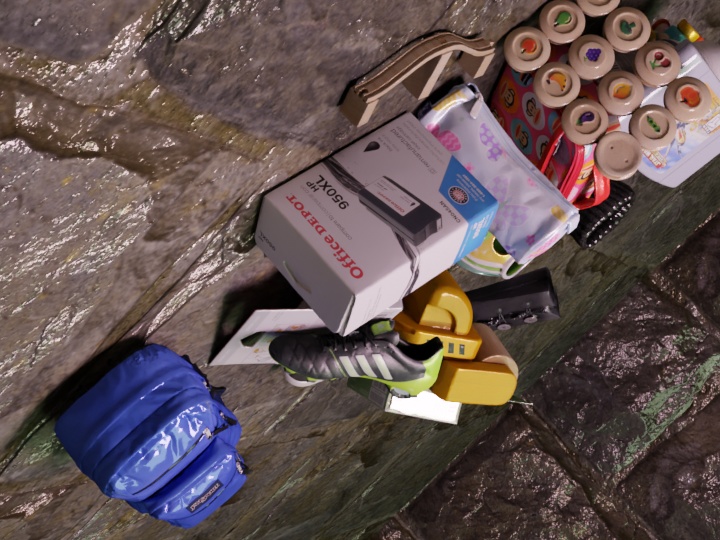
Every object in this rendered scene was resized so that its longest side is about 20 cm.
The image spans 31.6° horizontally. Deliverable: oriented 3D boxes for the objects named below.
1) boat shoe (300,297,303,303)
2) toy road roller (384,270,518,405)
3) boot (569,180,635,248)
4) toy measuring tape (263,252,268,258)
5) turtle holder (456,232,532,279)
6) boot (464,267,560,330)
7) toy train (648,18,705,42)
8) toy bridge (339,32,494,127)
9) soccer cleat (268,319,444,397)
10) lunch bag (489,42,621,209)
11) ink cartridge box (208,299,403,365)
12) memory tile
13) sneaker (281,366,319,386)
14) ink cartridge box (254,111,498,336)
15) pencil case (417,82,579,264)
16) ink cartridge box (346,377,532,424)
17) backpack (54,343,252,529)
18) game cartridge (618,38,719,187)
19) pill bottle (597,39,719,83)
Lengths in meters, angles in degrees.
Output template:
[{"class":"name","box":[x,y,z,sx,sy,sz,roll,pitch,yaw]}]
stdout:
[{"class":"boat shoe","box":[0.000,0.000,1.509,0.200,0.068,0.072,-50,162,27]},{"class":"toy road roller","box":[0.105,0.071,1.542,0.200,0.123,0.146,10,116,-25]},{"class":"boot","box":[0.246,-0.077,1.708,0.211,0.158,0.079,-45,163,9]},{"class":"toy measuring tape","box":[-0.027,-0.027,1.374,0.074,0.074,0.200,-48,159,19]},{"class":"turtle holder","box":[0.162,-0.066,1.596,0.141,0.132,0.186,-36,163,-16]},{"class":"boot","box":[0.168,0.066,1.696,0.200,0.066,0.165,-18,158,9]},{"class":"toy train","box":[0.334,-0.257,1.594,0.200,0.056,0.150,-11,142,-22]},{"class":"toy bridge","box":[0.066,-0.197,1.230,0.200,0.027,0.067,-28,158,-39]},{"class":"soccer cleat","box":[-0.003,0.088,1.424,0.200,0.068,0.081,10,121,-18]},{"class":"lunch bag","box":[0.221,-0.144,1.443,0.082,0.176,0.200,-23,158,-18]},{"class":"ink cartridge box","box":[-0.068,0.061,1.463,0.173,0.044,0.200,2,158,-22]},{"class":"memory tile","box":[0.259,-0.207,1.340,0.153,0.200,0.017,-37,172,-8]},{"class":"sneaker","box":[-0.008,0.084,1.695,0.200,0.071,0.099,-25,162,-33]},{"class":"ink cartridge box","box":[0.016,-0.049,1.284,0.200,0.145,0.084,-33,160,-28]},{"class":"pencil case","box":[0.144,-0.104,1.350,0.091,0.200,0.083,-41,171,23]},{"class":"ink cartridge box","box":[0.100,0.162,1.644,0.146,0.200,0.048,-160,-95,-68]},{"class":"backpack","box":[-0.205,0.171,1.316,0.163,0.168,0.200,-46,161,-10]},{"class":"game cartridge","box":[0.356,-0.170,1.445,0.133,0.042,0.200,-43,142,13]},{"class":"pill bottle","box":[0.333,-0.212,1.505,0.200,0.114,0.114,-12,153,-20]}]
